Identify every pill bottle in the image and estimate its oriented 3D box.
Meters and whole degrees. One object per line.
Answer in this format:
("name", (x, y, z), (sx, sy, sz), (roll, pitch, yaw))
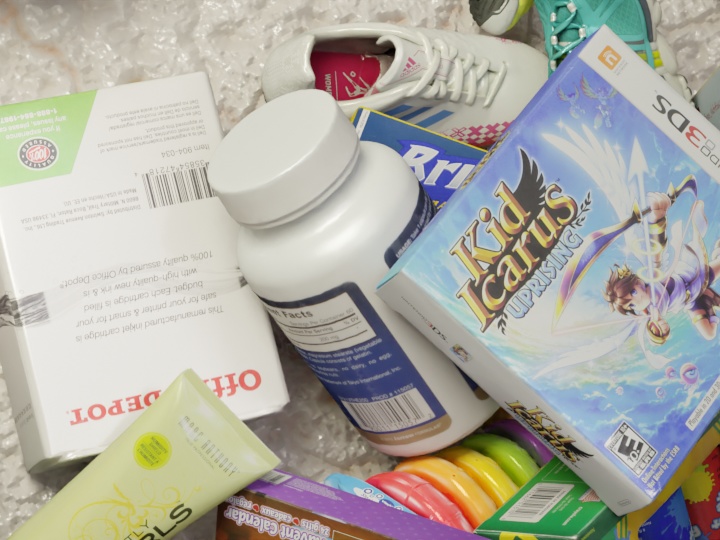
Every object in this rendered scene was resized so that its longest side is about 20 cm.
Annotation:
("pill bottle", (0.000, 0.000, 1.202), (0.111, 0.111, 0.200), (-48, 124, -21))

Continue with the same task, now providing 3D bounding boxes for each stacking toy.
("stacking toy", (0.083, 0.132, 1.258), (0.200, 0.116, 0.110), (-32, 132, -30))

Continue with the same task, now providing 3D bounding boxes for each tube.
("tube", (-0.143, 0.139, 1.165), (0.200, 0.058, 0.052), (-39, 63, 8))

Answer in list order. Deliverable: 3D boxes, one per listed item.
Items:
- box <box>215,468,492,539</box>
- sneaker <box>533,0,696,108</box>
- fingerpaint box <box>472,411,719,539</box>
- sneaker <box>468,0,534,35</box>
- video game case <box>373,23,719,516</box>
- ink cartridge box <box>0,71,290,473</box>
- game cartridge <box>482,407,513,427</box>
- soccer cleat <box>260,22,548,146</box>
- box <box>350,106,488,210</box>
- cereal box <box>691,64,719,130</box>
("box", (0.009, 0.198, 1.166), (0.039, 0.199, 0.138), (-22, 121, -56))
("sneaker", (0.143, -0.130, 1.306), (0.080, 0.077, 0.200), (-47, 121, -27))
("fingerpaint box", (0.166, 0.174, 1.238), (0.200, 0.073, 0.168), (-35, 116, -45))
("sneaker", (0.138, -0.224, 1.373), (0.076, 0.075, 0.200), (36, 67, -9))
("video game case", (0.136, -0.003, 1.163), (0.181, 0.045, 0.200), (42, 65, -3))
("ink cartridge box", (-0.139, 0.002, 1.228), (0.145, 0.084, 0.201), (-11, 83, -20))
("game cartridge", (0.161, 0.021, 1.357), (0.199, 0.032, 0.177), (8, 76, -18))
("soccer cleat", (0.040, -0.115, 1.313), (0.199, 0.086, 0.070), (-2, 79, -20))
("box", (0.077, -0.025, 1.285), (0.199, 0.070, 0.065), (19, 61, 1))
("cereal box", (0.252, -0.025, 1.304), (0.039, 0.144, 0.201), (-14, 83, -4))
